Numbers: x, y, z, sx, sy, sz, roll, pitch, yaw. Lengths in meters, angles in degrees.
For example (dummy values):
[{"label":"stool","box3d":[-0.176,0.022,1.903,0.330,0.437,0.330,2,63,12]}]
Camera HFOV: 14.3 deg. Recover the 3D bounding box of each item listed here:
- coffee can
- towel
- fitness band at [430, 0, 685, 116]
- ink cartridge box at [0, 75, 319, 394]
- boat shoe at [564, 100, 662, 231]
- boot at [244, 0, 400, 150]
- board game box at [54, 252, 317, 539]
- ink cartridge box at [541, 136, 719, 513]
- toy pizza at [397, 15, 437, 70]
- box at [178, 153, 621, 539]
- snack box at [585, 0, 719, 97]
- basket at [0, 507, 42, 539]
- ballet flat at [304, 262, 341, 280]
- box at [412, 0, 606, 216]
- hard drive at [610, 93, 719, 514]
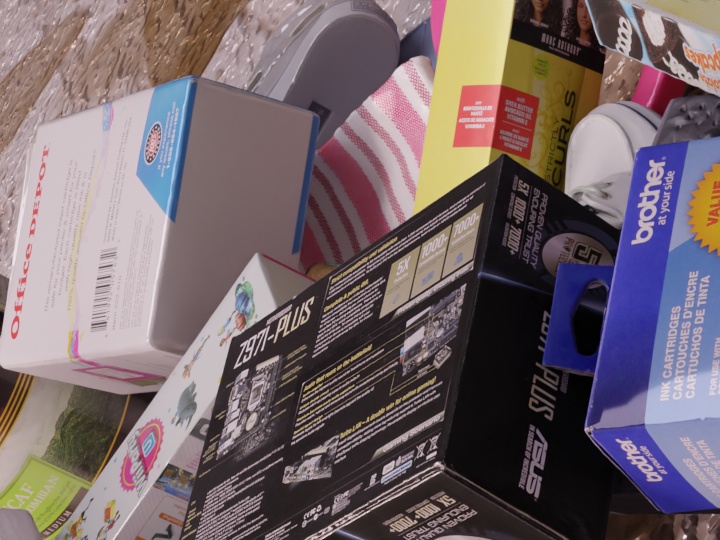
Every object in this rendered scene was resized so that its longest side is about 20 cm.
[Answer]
[{"label":"coffee can","box3d":[-0.223,0.080,1.752,0.146,0.200,0.146,-45,30,35]},{"label":"towel","box3d":[0.000,0.000,1.523,0.200,0.030,0.146,-42,62,39]},{"label":"fitness band","box3d":[0.104,-0.124,1.467,0.144,0.037,0.200,-42,48,26]},{"label":"ink cartridge box","box3d":[-0.112,-0.014,1.544,0.200,0.085,0.145,-8,71,59]},{"label":"boat shoe","box3d":[0.119,-0.014,1.313,0.074,0.067,0.200,-49,34,29]},{"label":"boot","box3d":[-0.047,-0.075,1.664,0.200,0.074,0.096,-53,16,9]},{"label":"board game box","box3d":[-0.043,0.109,1.433,0.200,0.147,0.064,-55,28,15]},{"label":"ink cartridge box","box3d":[0.171,0.016,1.110,0.200,0.076,0.137,-9,54,32]},{"label":"toy pizza","box3d":[0.035,-0.059,1.594,0.200,0.032,0.200,-43,32,35]},{"label":"box","box3d":[0.018,0.073,1.215,0.200,0.086,0.164,-34,33,43]},{"label":"snack box","box3d":[0.191,-0.121,1.274,0.116,0.037,0.200,-26,22,-11]},{"label":"basket","box3d":[-0.228,0.238,1.390,0.198,0.161,0.200,-127,45,-63]},{"label":"ballet flat","box3d":[-0.038,0.082,1.506,0.072,0.068,0.200,38,118,37]},{"label":"box","box3d":[0.072,-0.059,1.399,0.050,0.075,0.200,2,78,46]},{"label":"hard drive","box3d":[0.166,0.013,1.201,0.135,0.042,0.200,-5,56,37]}]
